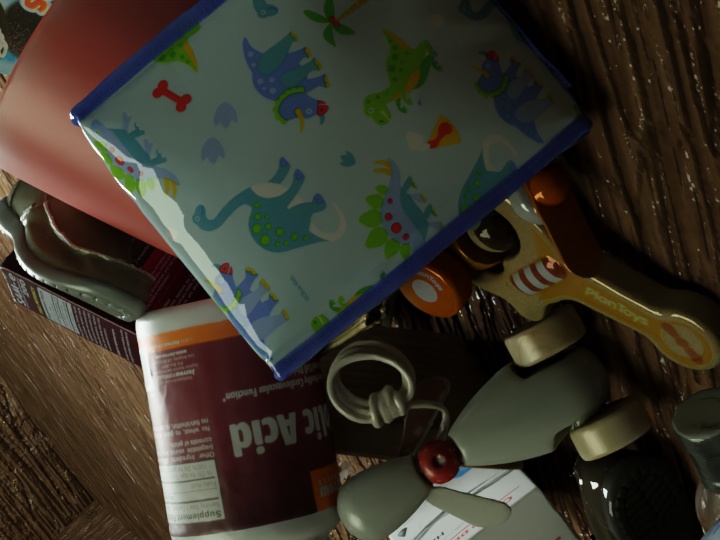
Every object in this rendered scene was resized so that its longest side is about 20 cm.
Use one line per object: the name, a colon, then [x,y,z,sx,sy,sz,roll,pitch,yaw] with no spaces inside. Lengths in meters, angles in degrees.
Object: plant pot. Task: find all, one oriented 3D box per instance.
plant pot: [0.023,0.090,1.053,0.200,0.093,0.201,6,174,1]
plant pot: [-0.097,-0.096,0.885,0.177,0.201,0.200,35,160,2]

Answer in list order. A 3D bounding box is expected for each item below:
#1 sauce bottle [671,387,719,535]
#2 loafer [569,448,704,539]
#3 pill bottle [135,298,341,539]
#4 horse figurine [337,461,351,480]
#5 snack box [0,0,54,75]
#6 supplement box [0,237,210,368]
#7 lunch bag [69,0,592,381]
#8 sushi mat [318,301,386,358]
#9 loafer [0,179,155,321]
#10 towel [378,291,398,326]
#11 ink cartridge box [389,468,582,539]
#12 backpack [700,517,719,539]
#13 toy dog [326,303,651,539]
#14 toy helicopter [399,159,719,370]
sauce bottle: [0.235,0.151,0.838,0.065,0.065,0.200,19,145,53]
loafer: [0.200,0.189,0.988,0.071,0.073,0.201,36,155,55]
pill bottle: [-0.072,0.117,0.922,0.114,0.114,0.201,164,96,-68]
horse figurine: [-0.057,0.081,1.201,0.200,0.132,0.050,51,160,-8]
snack box: [-0.206,-0.209,0.871,0.037,0.116,0.200,-100,28,-46]
supplement box: [-0.146,0.012,1.049,0.199,0.109,0.061,26,153,12]
lunch bag: [-0.011,-0.074,0.720,0.170,0.200,0.127,50,-174,-1]
sushi mat: [0.000,0.000,0.880,0.012,0.096,0.200,14,170,-7]
loafer: [-0.186,-0.029,0.945,0.075,0.070,0.200,30,-177,-38]
towel: [-0.022,-0.024,1.077,0.132,0.034,0.200,41,159,13]
ink cartridge box: [0.094,0.204,1.074,0.067,0.116,0.200,52,177,-9]
backpack: [0.240,0.154,0.678,0.154,0.200,0.191,44,147,5]
toy dog: [0.081,0.098,0.913,0.096,0.199,0.133,25,-124,-83]
toy helicopter: [0.115,-0.010,0.793,0.199,0.079,0.133,29,147,17]
